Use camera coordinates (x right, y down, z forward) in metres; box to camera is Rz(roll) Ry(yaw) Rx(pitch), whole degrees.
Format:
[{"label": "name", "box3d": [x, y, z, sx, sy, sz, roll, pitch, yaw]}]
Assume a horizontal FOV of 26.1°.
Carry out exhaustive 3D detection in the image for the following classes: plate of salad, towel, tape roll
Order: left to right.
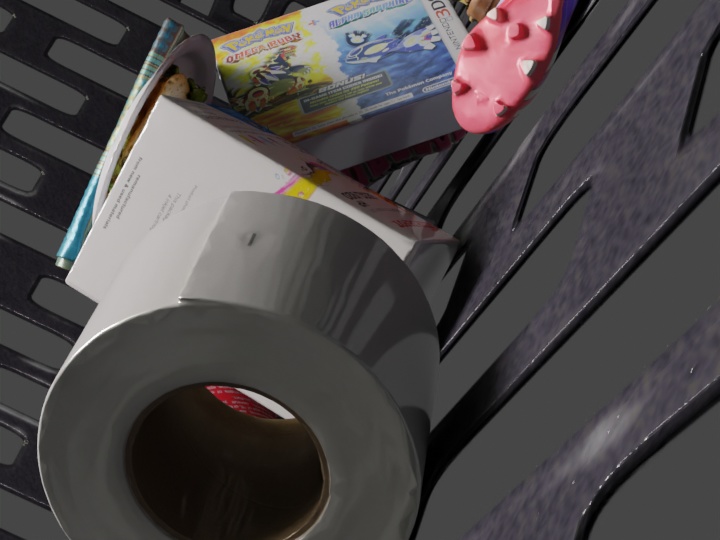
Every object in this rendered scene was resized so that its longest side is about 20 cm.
[{"label": "towel", "box3d": [-0.168, -0.083, 1.192, 0.147, 0.022, 0.200, 50, -116, -82]}, {"label": "plate of salad", "box3d": [-0.142, -0.076, 1.142, 0.200, 0.048, 0.200, 22, -90, -83]}, {"label": "tape roll", "box3d": [-0.061, 0.075, 0.854, 0.203, 0.203, 0.139, -61, 6, 26]}]

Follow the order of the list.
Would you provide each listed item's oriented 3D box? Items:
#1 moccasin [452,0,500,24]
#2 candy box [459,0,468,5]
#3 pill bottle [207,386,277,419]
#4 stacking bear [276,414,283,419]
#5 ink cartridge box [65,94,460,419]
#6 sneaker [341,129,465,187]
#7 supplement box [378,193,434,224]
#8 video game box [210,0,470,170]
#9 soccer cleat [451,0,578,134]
[{"label": "moccasin", "box3d": [0.113, -0.234, 1.255, 0.074, 0.078, 0.201, -60, 7, 31]}, {"label": "candy box", "box3d": [0.065, -0.313, 1.422, 0.056, 0.200, 0.117, -61, 7, 34]}, {"label": "pill bottle", "box3d": [-0.097, 0.138, 1.039, 0.112, 0.112, 0.200, -62, 36, 19]}, {"label": "stacking bear", "box3d": [-0.091, 0.154, 1.243, 0.121, 0.114, 0.200, 3, -76, -60]}, {"label": "ink cartridge box", "box3d": [-0.060, -0.006, 1.054, 0.145, 0.200, 0.147, -61, -13, 9]}, {"label": "sneaker", "box3d": [0.009, -0.109, 1.304, 0.200, 0.074, 0.087, -35, 10, -22]}, {"label": "supplement box", "box3d": [0.000, 0.000, 1.325, 0.200, 0.061, 0.109, 170, 125, -82]}, {"label": "video game box", "box3d": [-0.008, -0.155, 1.233, 0.182, 0.200, 0.047, -112, 4, -52]}, {"label": "soccer cleat", "box3d": [0.127, -0.186, 1.082, 0.076, 0.067, 0.200, -3, -62, -61]}]
